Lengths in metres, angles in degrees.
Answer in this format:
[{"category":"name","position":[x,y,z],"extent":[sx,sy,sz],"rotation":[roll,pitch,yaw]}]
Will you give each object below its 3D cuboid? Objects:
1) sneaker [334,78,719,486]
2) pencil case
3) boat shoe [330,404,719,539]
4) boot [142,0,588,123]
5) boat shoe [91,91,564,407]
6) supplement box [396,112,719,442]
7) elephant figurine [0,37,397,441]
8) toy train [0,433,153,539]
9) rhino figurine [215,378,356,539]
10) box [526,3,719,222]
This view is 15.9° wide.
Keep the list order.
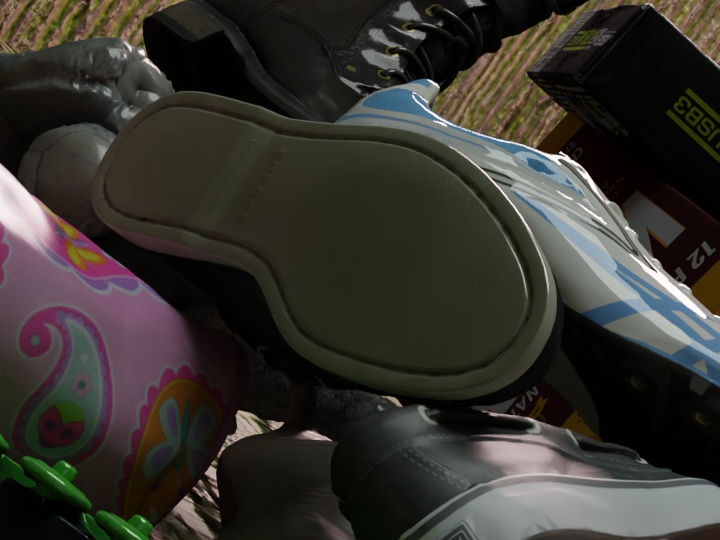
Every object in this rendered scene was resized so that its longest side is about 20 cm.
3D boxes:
[{"category":"sneaker","position":[0.072,0.005,0.816],"extent":[0.200,0.072,0.072],"rotation":[36,-28,16]},{"category":"pencil case","position":[-0.124,0.002,0.746],"extent":[0.200,0.087,0.087],"rotation":[42,-2,-29]},{"category":"boat shoe","position":[0.059,0.072,0.742],"extent":[0.057,0.069,0.200],"rotation":[52,16,25]},{"category":"boot","position":[0.030,-0.088,0.962],"extent":[0.200,0.174,0.069],"rotation":[44,-26,41]},{"category":"boat shoe","position":[-0.002,0.002,0.762],"extent":[0.199,0.075,0.066],"rotation":[17,-19,47]},{"category":"supplement box","position":[0.133,0.071,0.995],"extent":[0.197,0.133,0.200],"rotation":[41,3,-24]},{"category":"elephant figurine","position":[-0.091,0.005,0.983],"extent":[0.200,0.141,0.155],"rotation":[37,37,-49]},{"category":"toy train","position":[-0.068,0.082,0.663],"extent":[0.200,0.042,0.056],"rotation":[32,-11,32]},{"category":"rhino figurine","position":[-0.007,0.085,0.794],"extent":[0.087,0.060,0.200],"rotation":[31,14,-11]},{"category":"box","position":[0.159,-0.029,1.045],"extent":[0.193,0.048,0.200],"rotation":[44,2,-5]}]
